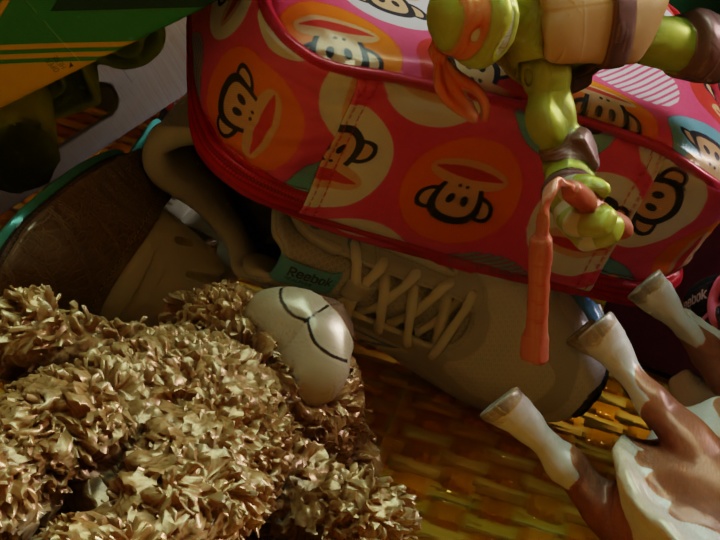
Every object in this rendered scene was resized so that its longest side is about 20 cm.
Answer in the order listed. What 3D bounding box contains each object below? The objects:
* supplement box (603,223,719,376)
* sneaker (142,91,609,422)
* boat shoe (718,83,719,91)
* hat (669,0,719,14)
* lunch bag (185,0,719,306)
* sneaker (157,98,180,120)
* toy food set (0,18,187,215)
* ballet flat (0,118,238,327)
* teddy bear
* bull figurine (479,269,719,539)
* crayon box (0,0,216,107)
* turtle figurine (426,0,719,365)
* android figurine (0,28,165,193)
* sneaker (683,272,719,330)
[{"bbox_3d":[0.189,-0.021,0.926,0.086,0.110,0.200,22,19,19],"label":"supplement box"},{"bbox_3d":[0.000,0.000,0.753,0.200,0.075,0.087,34,28,7],"label":"sneaker"},{"bbox_3d":[0.208,-0.086,0.855,0.200,0.062,0.073,-2,26,-42],"label":"boat shoe"},{"bbox_3d":[0.077,-0.115,0.968,0.166,0.200,0.176,-7,28,50],"label":"hat"},{"bbox_3d":[0.035,-0.080,0.748,0.200,0.082,0.176,16,36,-19],"label":"lunch bag"},{"bbox_3d":[-0.001,-0.062,0.937,0.200,0.085,0.075,2,22,-34],"label":"sneaker"},{"bbox_3d":[-0.166,-0.092,0.878,0.143,0.060,0.200,-35,38,-15],"label":"toy food set"},{"bbox_3d":[-0.082,-0.012,0.786,0.072,0.068,0.200,33,15,1],"label":"ballet flat"},{"bbox_3d":[-0.053,0.048,0.608,0.145,0.067,0.200,31,25,35],"label":"teddy bear"},{"bbox_3d":[0.107,0.068,0.651,0.121,0.065,0.200,51,16,4],"label":"bull figurine"},{"bbox_3d":[-0.075,-0.165,0.729,0.058,0.173,0.200,49,30,-34],"label":"crayon box"},{"bbox_3d":[0.080,-0.077,0.649,0.161,0.200,0.064,-9,1,-33],"label":"turtle figurine"},{"bbox_3d":[-0.167,-0.089,0.790,0.182,0.041,0.200,-21,39,2],"label":"android figurine"},{"bbox_3d":[0.158,0.016,0.742,0.095,0.200,0.079,20,63,31],"label":"sneaker"}]
